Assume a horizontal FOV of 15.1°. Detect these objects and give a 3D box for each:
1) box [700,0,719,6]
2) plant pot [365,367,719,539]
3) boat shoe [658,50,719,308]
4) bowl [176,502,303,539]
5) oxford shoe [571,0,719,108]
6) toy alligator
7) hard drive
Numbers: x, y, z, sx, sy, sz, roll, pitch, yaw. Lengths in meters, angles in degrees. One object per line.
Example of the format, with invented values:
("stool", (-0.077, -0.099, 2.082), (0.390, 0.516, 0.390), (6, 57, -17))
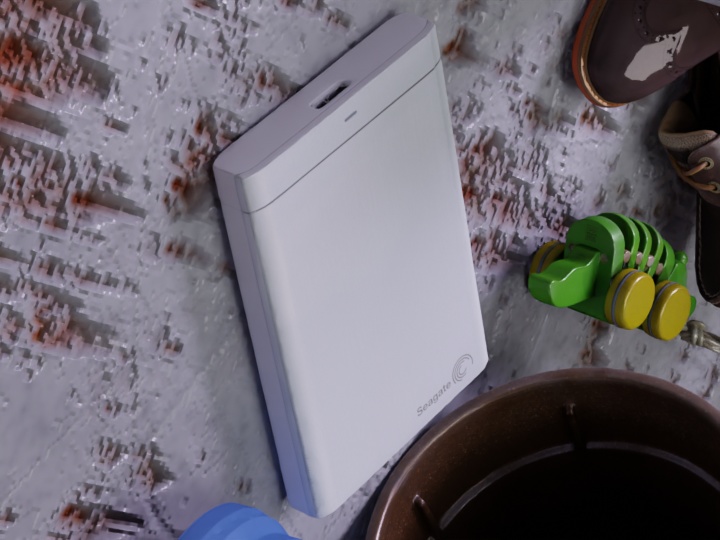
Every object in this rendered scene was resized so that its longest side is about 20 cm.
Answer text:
("box", (0.210, -0.204, 1.264), (0.152, 0.200, 0.106), (-55, 142, -18))
("plant pot", (0.120, 0.186, 1.365), (0.200, 0.200, 0.198), (-51, 146, -23))
("boat shoe", (0.188, -0.072, 1.435), (0.072, 0.072, 0.200), (-4, 116, -19))
("bowl", (-0.069, 0.203, 1.200), (0.201, 0.039, 0.201), (17, 90, -73))
("oxford shoe", (0.188, -0.152, 1.342), (0.200, 0.073, 0.071), (-44, 118, -5))
("toy alligator", (0.147, 0.004, 1.414), (0.200, 0.059, 0.054), (15, 95, -55))
("hard drive", (0.000, 0.000, 1.245), (0.132, 0.027, 0.200), (-41, 138, -33))
